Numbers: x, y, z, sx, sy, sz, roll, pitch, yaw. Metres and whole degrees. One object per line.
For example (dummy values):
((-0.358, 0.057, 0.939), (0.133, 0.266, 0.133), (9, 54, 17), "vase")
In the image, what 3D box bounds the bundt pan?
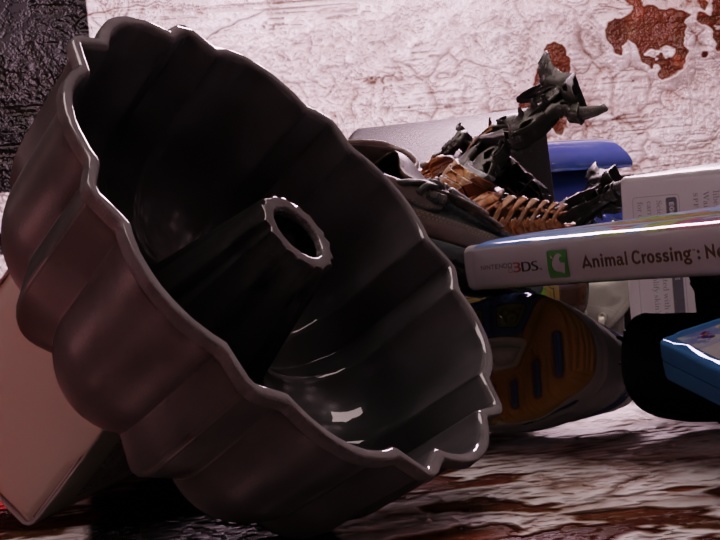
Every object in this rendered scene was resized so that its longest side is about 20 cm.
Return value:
((-0.046, 0.009, 0.563), (0.076, 0.203, 0.201), (-42, -15, 24), "bundt pan")

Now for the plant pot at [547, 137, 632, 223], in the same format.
((0.188, -0.047, 1.719), (0.199, 0.182, 0.199), (-4, 3, 43), "plant pot")

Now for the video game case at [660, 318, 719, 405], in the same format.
((0.202, 0.031, 0.487), (0.142, 0.018, 0.200), (-17, 16, -14), "video game case")

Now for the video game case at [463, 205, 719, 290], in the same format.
((0.175, -0.018, 0.676), (0.199, 0.022, 0.181), (-9, 3, -41), "video game case")

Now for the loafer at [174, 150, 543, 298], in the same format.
((0.003, -0.034, 0.705), (0.198, 0.064, 0.072), (14, -12, -29), "loafer")

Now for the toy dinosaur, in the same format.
((0.084, -0.040, 0.915), (0.135, 0.103, 0.200), (-29, 37, -7), "toy dinosaur")

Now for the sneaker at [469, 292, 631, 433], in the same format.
((0.042, 0.053, 0.768), (0.198, 0.076, 0.088), (1, -10, 41), "sneaker")

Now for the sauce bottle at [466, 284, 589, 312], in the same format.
((0.040, 0.014, 0.979), (0.197, 0.066, 0.065), (-10, 1, -1), "sauce bottle")

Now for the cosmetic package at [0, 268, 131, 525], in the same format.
((-0.096, 0.031, 0.702), (0.105, 0.071, 0.200), (-51, -10, 14), "cosmetic package")

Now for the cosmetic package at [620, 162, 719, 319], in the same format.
((0.280, -0.007, 0.884), (0.198, 0.125, 0.198), (-3, 3, 36), "cosmetic package")

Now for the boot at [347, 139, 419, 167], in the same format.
((0.000, 0.000, 0.865), (0.198, 0.147, 0.070), (-2, 34, -39), "boot")

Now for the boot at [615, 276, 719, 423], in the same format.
((0.230, 0.024, 0.681), (0.198, 0.077, 0.168), (-13, 9, -30), "boot")

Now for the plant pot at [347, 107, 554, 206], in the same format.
((0.069, -0.026, 1.467), (0.197, 0.202, 0.177), (-5, 14, 20), "plant pot")

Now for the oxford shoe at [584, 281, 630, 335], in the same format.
((0.143, 0.033, 1.026), (0.198, 0.076, 0.058), (-6, 25, 18), "oxford shoe")
